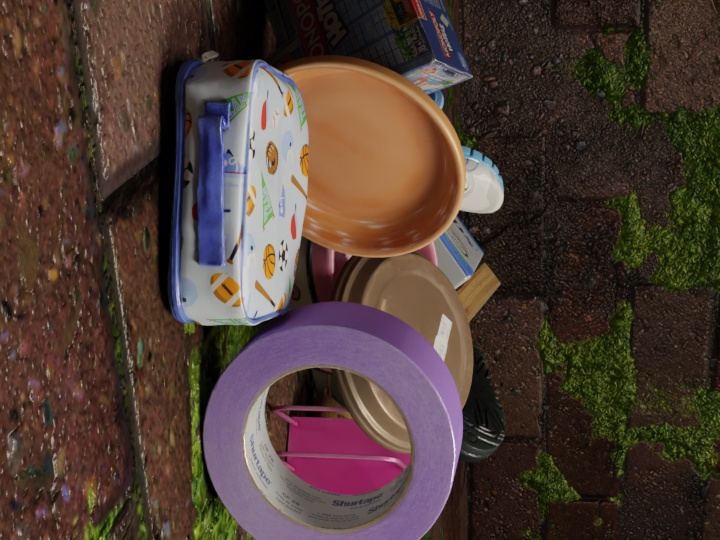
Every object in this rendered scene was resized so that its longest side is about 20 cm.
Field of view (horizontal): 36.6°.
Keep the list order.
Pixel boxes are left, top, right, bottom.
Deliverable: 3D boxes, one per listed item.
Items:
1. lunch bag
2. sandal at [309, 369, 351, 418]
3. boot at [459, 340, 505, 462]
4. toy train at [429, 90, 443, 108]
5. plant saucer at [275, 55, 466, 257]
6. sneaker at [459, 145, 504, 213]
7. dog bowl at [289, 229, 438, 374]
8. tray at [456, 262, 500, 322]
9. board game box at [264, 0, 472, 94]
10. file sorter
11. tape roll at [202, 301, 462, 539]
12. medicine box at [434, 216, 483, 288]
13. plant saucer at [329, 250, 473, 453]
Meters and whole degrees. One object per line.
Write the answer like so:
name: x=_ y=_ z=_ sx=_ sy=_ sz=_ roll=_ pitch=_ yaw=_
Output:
lunch bag: x=-0.092 y=-0.060 z=0.805 sx=0.160 sy=0.075 sz=0.202 roll=-9 pitch=100 yaw=-77
sandal: x=-0.029 y=0.166 z=1.223 sx=0.055 sy=0.081 sz=0.201 roll=-44 pitch=144 yaw=-49
boot: x=0.078 y=0.183 z=1.177 sx=0.169 sy=0.076 sz=0.200 roll=-59 pitch=-164 yaw=25
toy train: x=0.021 y=-0.140 z=1.024 sx=0.087 sy=0.113 sz=0.201 roll=86 pitch=4 yaw=-54
plant saucer: x=-0.006 y=-0.097 z=0.914 sx=0.038 sy=0.199 sz=0.201 roll=-65 pitch=156 yaw=-43
sneaker: x=0.074 y=-0.095 z=1.135 sx=0.199 sy=0.075 sz=0.087 roll=26 pitch=43 yaw=-31
dog bowl: x=0.000 y=0.000 z=1.065 sx=0.199 sy=0.073 sz=0.202 roll=8 pitch=79 yaw=-49
tray: x=0.087 y=0.055 z=1.212 sx=0.037 sy=0.098 sz=0.200 roll=51 pitch=25 yaw=0
board game box: x=-0.025 y=-0.207 z=0.954 sx=0.062 sy=0.199 sz=0.201 roll=8 pitch=57 yaw=-52
file sorter: x=-0.021 y=0.234 z=1.043 sx=0.125 sy=0.138 sz=0.201 roll=56 pitch=36 yaw=-70
tape roll: x=-0.020 y=0.129 z=0.859 sx=0.066 sy=0.199 sz=0.202 roll=-57 pitch=146 yaw=-73
medicine box: x=0.045 y=-0.051 z=1.259 sx=0.183 sy=0.103 sz=0.200 roll=54 pitch=14 yaw=-1
plant saucer: x=0.046 y=0.069 z=1.019 sx=0.199 sy=0.029 sz=0.202 roll=18 pitch=66 yaw=-46
